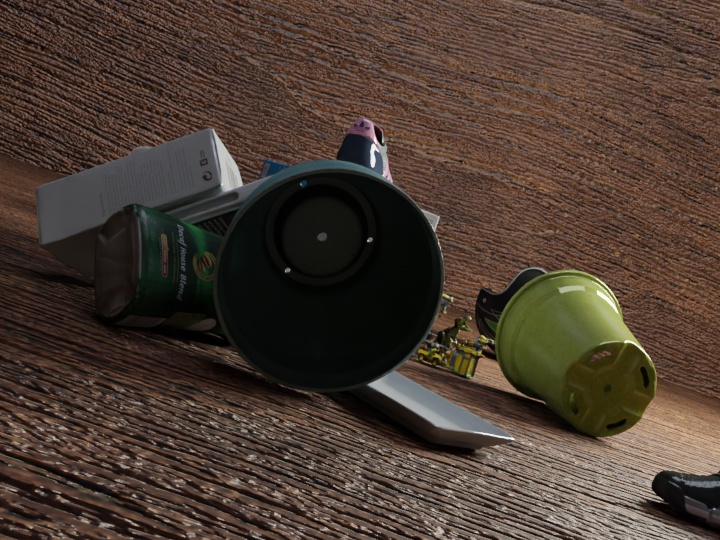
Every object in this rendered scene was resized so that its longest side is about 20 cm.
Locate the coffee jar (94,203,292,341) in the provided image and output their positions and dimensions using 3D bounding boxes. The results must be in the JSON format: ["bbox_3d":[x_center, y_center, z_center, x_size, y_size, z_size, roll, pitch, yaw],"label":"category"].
[{"bbox_3d":[-0.152,0.011,0.783,0.084,0.107,0.198,-23,-25,36],"label":"coffee jar"}]

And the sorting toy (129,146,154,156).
[{"bbox_3d":[-0.175,-0.042,0.973,0.175,0.109,0.201,7,-25,7],"label":"sorting toy"}]

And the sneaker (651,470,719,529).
[{"bbox_3d":[0.376,0.189,0.764,0.196,0.118,0.075,18,2,-9],"label":"sneaker"}]

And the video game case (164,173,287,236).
[{"bbox_3d":[-0.142,-0.026,0.877,0.178,0.024,0.200,-17,-22,4],"label":"video game case"}]

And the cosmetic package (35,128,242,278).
[{"bbox_3d":[-0.225,-0.068,0.847,0.195,0.076,0.102,-16,-22,3],"label":"cosmetic package"}]

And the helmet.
[{"bbox_3d":[0.333,0.096,1.649,0.201,0.189,0.201,51,15,-19],"label":"helmet"}]

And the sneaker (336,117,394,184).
[{"bbox_3d":[0.016,-0.147,1.075,0.069,0.084,0.200,17,3,8],"label":"sneaker"}]

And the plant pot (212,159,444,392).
[{"bbox_3d":[-0.032,-0.012,0.738,0.196,0.204,0.135,17,19,-14],"label":"plant pot"}]

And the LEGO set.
[{"bbox_3d":[0.140,0.084,1.268,0.151,0.118,0.200,19,3,17],"label":"LEGO set"}]

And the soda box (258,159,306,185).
[{"bbox_3d":[-0.122,-0.044,1.135,0.063,0.205,0.067,19,2,43],"label":"soda box"}]

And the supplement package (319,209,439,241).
[{"bbox_3d":[0.000,0.000,1.078,0.109,0.205,0.155,16,3,-22],"label":"supplement package"}]

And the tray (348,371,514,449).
[{"bbox_3d":[0.043,0.125,0.768,0.106,0.023,0.199,18,2,-37],"label":"tray"}]

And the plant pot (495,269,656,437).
[{"bbox_3d":[0.304,0.124,1.102,0.196,0.204,0.185,18,14,-13],"label":"plant pot"}]
